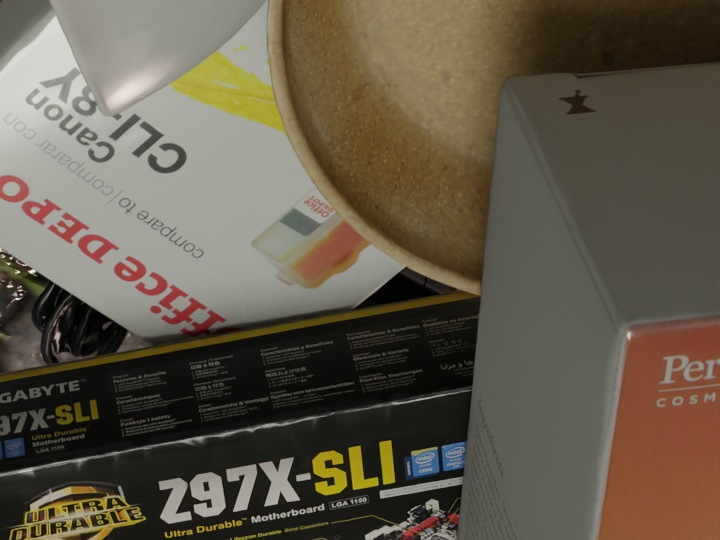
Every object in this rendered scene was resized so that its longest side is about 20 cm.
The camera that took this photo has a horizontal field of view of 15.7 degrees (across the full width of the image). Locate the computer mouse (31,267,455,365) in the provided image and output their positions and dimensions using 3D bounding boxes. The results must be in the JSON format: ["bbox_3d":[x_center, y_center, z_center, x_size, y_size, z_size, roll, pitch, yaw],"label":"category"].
[{"bbox_3d":[0.000,0.000,0.898,0.200,0.046,0.140,20,122,-19],"label":"computer mouse"}]

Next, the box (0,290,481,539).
[{"bbox_3d":[-0.017,0.087,0.808,0.200,0.049,0.160,-10,130,-4],"label":"box"}]

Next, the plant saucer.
[{"bbox_3d":[0.071,-0.079,0.688,0.200,0.035,0.200,-7,128,-9],"label":"plant saucer"}]

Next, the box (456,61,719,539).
[{"bbox_3d":[0.115,0.050,0.708,0.152,0.106,0.200,-6,130,-11],"label":"box"}]

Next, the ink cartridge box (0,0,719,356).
[{"bbox_3d":[-0.020,-0.074,0.754,0.200,0.083,0.145,-39,126,22],"label":"ink cartridge box"}]

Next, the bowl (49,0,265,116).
[{"bbox_3d":[-0.070,-0.164,0.612,0.075,0.200,0.200,-21,136,0],"label":"bowl"}]
